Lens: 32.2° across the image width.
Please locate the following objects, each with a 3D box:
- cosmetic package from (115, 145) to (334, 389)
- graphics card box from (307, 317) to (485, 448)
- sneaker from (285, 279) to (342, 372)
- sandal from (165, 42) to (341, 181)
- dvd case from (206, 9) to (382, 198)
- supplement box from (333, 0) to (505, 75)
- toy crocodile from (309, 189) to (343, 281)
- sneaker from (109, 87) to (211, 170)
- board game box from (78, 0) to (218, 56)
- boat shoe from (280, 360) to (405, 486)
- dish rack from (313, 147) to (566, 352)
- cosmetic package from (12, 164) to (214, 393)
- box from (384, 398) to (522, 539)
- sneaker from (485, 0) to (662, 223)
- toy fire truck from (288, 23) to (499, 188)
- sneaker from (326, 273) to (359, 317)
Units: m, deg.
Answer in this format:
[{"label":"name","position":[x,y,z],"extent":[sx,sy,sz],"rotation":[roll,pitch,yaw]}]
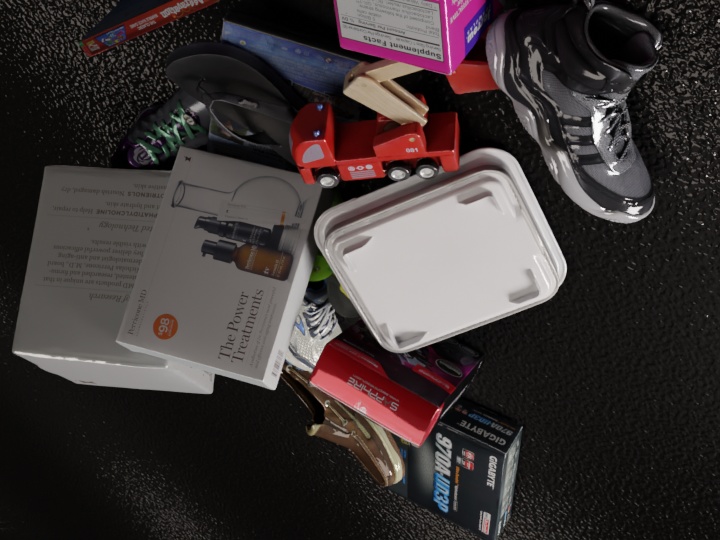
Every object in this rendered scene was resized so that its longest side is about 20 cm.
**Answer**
[{"label":"cosmetic package","position":[-0.126,-0.004,1.176],"extent":[0.150,0.201,0.052],"rotation":[13,168,14]},{"label":"graphics card box","position":[0.041,0.097,1.239],"extent":[0.125,0.200,0.051],"rotation":[29,107,12]},{"label":"sneaker","position":[-0.062,0.037,1.360],"extent":[0.085,0.077,0.200],"rotation":[-10,125,42]},{"label":"sandal","position":[-0.086,-0.138,1.124],"extent":[0.200,0.043,0.076],"rotation":[32,141,-22]},{"label":"dvd case","position":[-0.067,-0.147,1.158],"extent":[0.142,0.018,0.200],"rotation":[16,144,-2]},{"label":"supplement box","position":[0.038,-0.257,0.895],"extent":[0.103,0.101,0.200],"rotation":[19,143,23]},{"label":"toy crocodile","position":[-0.081,-0.007,1.254],"extent":[0.062,0.068,0.200],"rotation":[20,132,-36]},{"label":"sneaker","position":[-0.183,-0.136,1.249],"extent":[0.074,0.088,0.200],"rotation":[47,145,-15]},{"label":"board game box","position":[-0.159,-0.244,1.085],"extent":[0.200,0.103,0.019],"rotation":[-8,129,47]},{"label":"boat shoe","position":[-0.031,0.172,1.440],"extent":[0.203,0.075,0.075],"rotation":[55,157,7]},{"label":"dish rack","position":[0.073,-0.007,1.128],"extent":[0.200,0.044,0.172],"rotation":[-22,120,16]},{"label":"cosmetic package","position":[-0.240,0.013,1.302],"extent":[0.166,0.201,0.167],"rotation":[4,166,10]},{"label":"box","position":[0.102,0.219,1.451],"extent":[0.159,0.046,0.200],"rotation":[24,144,20]},{"label":"sneaker","position":[0.187,-0.123,0.941],"extent":[0.200,0.076,0.114],"rotation":[51,146,-17]},{"label":"toy fire truck","position":[0.028,-0.136,1.044],"extent":[0.199,0.049,0.141],"rotation":[-4,146,14]},{"label":"sneaker","position":[0.000,0.000,1.243],"extent":[0.074,0.085,0.200],"rotation":[29,145,0]}]
